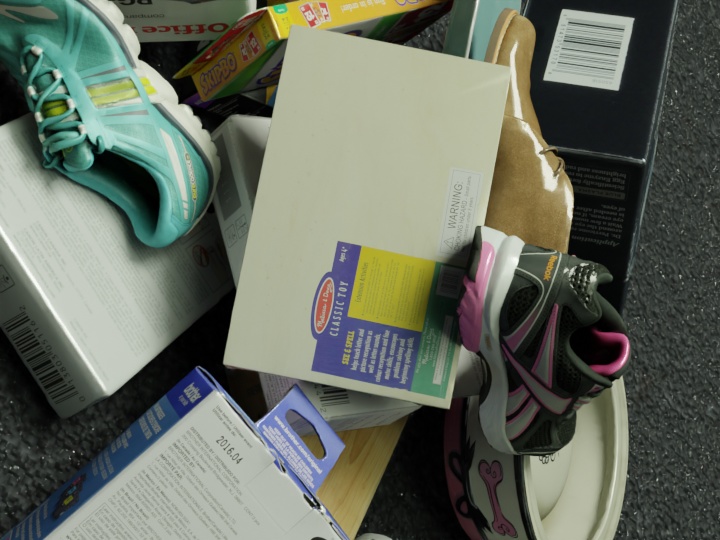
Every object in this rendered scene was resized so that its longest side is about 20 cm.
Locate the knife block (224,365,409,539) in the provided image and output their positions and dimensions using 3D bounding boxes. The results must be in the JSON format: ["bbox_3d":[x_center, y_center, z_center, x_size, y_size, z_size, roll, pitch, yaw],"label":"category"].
[{"bbox_3d":[0.001,0.089,0.783,0.175,0.064,0.202,-3,73,-40],"label":"knife block"}]

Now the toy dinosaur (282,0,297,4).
[{"bbox_3d":[0.005,-0.225,0.770,0.199,0.135,0.086,-16,83,-51],"label":"toy dinosaur"}]

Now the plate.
[{"bbox_3d":[0.080,-0.145,0.788,0.200,0.025,0.202,13,90,-76],"label":"plate"}]

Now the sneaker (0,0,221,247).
[{"bbox_3d":[-0.158,-0.097,0.656,0.200,0.077,0.080,47,44,-24],"label":"sneaker"}]

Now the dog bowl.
[{"bbox_3d":[0.131,0.126,0.851,0.200,0.073,0.202,5,84,-57],"label":"dog bowl"}]

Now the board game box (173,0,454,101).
[{"bbox_3d":[-0.023,-0.156,0.759,0.199,0.095,0.030,-20,86,-41],"label":"board game box"}]

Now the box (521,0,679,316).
[{"bbox_3d":[0.176,-0.104,0.909,0.201,0.116,0.198,81,24,-55],"label":"box"}]

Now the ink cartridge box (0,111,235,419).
[{"bbox_3d":[-0.159,-0.027,0.713,0.161,0.047,0.200,58,31,-9],"label":"ink cartridge box"}]

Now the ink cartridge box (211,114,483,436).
[{"bbox_3d":[0.000,0.000,0.748,0.175,0.045,0.201,-1,68,-40],"label":"ink cartridge box"}]

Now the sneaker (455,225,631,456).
[{"bbox_3d":[0.115,0.056,0.670,0.200,0.086,0.081,62,43,-55],"label":"sneaker"}]

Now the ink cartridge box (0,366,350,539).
[{"bbox_3d":[-0.091,0.149,0.615,0.200,0.076,0.137,-40,106,-8],"label":"ink cartridge box"}]

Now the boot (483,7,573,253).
[{"bbox_3d":[0.105,-0.070,0.743,0.074,0.075,0.202,26,70,-73],"label":"boot"}]

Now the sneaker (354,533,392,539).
[{"bbox_3d":[0.067,0.238,0.785,0.130,0.079,0.200,-41,103,-43],"label":"sneaker"}]

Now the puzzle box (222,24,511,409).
[{"bbox_3d":[0.004,-0.030,0.656,0.132,0.025,0.202,12,84,-1],"label":"puzzle box"}]

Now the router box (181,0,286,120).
[{"bbox_3d":[-0.050,-0.194,0.848,0.148,0.051,0.202,17,66,-37],"label":"router box"}]

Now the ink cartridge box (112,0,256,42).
[{"bbox_3d":[-0.137,-0.211,0.650,0.143,0.200,0.085,-2,74,-1],"label":"ink cartridge box"}]
